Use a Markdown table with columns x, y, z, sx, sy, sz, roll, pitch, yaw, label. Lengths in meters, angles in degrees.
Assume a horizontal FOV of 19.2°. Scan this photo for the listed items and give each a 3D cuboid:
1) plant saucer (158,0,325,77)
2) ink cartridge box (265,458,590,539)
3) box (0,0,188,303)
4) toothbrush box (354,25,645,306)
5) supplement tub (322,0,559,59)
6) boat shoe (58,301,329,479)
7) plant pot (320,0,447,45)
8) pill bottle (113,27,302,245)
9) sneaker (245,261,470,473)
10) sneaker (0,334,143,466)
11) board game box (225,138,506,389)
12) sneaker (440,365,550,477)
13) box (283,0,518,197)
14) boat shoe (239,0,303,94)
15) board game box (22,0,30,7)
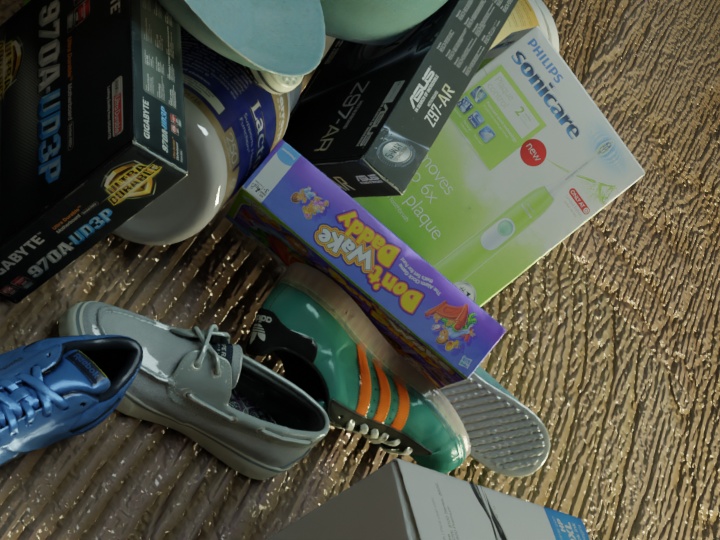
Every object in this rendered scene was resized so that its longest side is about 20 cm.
| x | y | z | sx | sy | sz | roll | pitch | yaw | label |
| --- | --- | --- | --- | --- | --- | --- | --- | --- | --- |
| -0.100 | -0.201 | 1.349 | 0.201 | 0.039 | 0.201 | 43 | 30 | -32 | plant saucer |
| 0.043 | 0.206 | 1.366 | 0.200 | 0.144 | 0.084 | 23 | 41 | -45 | ink cartridge box |
| -0.180 | -0.099 | 1.326 | 0.046 | 0.159 | 0.201 | 32 | 37 | -37 | box |
| 0.094 | -0.072 | 1.656 | 0.146 | 0.200 | 0.086 | 53 | -8 | -8 | toothbrush box |
| 0.073 | -0.185 | 1.804 | 0.200 | 0.144 | 0.145 | -14 | 73 | -59 | supplement tub |
| -0.101 | 0.066 | 1.366 | 0.201 | 0.071 | 0.070 | 34 | 36 | -34 | boat shoe |
| -0.003 | -0.240 | 1.517 | 0.199 | 0.135 | 0.200 | 16 | 17 | -5 | plant pot |
| -0.115 | -0.107 | 1.474 | 0.116 | 0.116 | 0.200 | 51 | 30 | -9 | pill bottle |
| -0.006 | 0.088 | 1.494 | 0.200 | 0.071 | 0.080 | 47 | 68 | -23 | sneaker |
| -0.198 | 0.073 | 1.212 | 0.066 | 0.078 | 0.200 | 61 | 31 | 5 | sneaker |
| 0.000 | 0.000 | 1.487 | 0.200 | 0.045 | 0.134 | 40 | -11 | -1 | board game box |
| 0.051 | 0.085 | 1.600 | 0.200 | 0.074 | 0.082 | 43 | -6 | -7 | sneaker |
| 0.023 | -0.145 | 1.587 | 0.044 | 0.160 | 0.200 | 39 | 71 | -25 | box |
| -0.099 | -0.201 | 1.453 | 0.075 | 0.062 | 0.200 | -9 | 65 | -55 | boat shoe |
| -0.193 | -0.222 | 1.494 | 0.030 | 0.095 | 0.200 | 39 | 33 | -29 | board game box |
